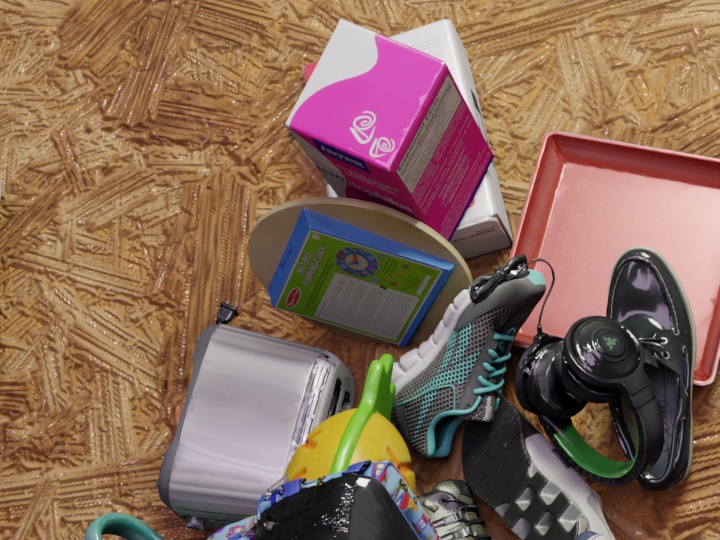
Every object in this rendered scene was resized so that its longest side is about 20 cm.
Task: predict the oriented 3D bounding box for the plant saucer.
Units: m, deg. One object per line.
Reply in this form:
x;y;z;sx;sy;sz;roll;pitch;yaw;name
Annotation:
0.231;-0.009;1.653;0.198;0.037;0.202;11;74;21;plant saucer

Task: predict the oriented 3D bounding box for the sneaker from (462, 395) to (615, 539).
0.151;0.185;1.591;0.074;0.088;0.201;-50;39;17;sneaker

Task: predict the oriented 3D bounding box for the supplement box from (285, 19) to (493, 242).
0.028;-0.107;1.566;0.100;0.200;0.104;25;79;22;supplement box

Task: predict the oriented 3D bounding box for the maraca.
-0.004;0.164;1.548;0.106;0.138;0.201;14;59;9;maraca

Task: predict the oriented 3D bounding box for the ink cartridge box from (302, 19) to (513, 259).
0.042;-0.102;1.717;0.144;0.083;0.202;-16;67;10;ink cartridge box

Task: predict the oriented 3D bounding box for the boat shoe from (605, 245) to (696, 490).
0.232;0.082;1.562;0.074;0.066;0.202;0;94;21;boat shoe

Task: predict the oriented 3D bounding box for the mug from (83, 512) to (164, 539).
-0.166;0.298;1.585;0.152;0.113;0.187;-6;81;60;mug

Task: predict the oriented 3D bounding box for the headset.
0.161;0.082;1.527;0.093;0.123;0.202;-26;88;-33;headset

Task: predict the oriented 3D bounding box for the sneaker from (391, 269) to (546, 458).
0.097;0.082;1.610;0.200;0.077;0.092;-49;59;30;sneaker

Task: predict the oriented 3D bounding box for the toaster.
-0.084;0.133;1.651;0.128;0.114;0.202;10;71;16;toaster

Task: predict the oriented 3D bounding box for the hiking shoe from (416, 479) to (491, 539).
0.079;0.225;1.586;0.198;0.076;0.102;19;79;23;hiking shoe

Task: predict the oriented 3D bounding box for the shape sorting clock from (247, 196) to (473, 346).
0.000;0.000;1.630;0.198;0.201;0.040;1;56;16;shape sorting clock

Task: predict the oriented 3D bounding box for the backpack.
-0.042;0.247;1.408;0.198;0.183;0.135;-20;33;23;backpack

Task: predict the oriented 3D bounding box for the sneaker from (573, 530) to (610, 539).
0.091;0.251;1.485;0.146;0.077;0.203;41;99;27;sneaker
